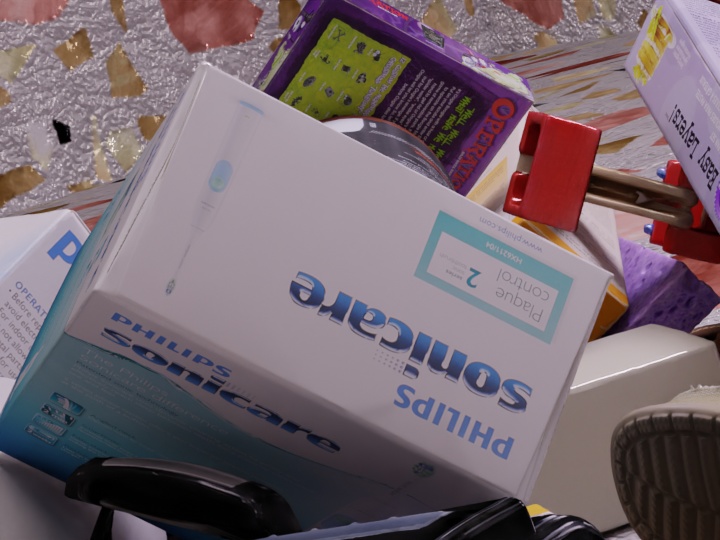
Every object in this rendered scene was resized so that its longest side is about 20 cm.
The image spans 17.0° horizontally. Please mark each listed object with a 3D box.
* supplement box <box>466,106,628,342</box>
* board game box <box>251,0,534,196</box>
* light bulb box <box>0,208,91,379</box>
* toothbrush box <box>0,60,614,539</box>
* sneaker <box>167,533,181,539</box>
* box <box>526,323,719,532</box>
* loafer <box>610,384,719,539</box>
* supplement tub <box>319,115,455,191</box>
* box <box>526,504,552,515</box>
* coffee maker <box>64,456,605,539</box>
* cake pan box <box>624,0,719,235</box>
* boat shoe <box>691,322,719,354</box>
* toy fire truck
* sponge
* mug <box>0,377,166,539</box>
[{"bbox_3d":[0.068,0.004,1.245,0.126,0.073,0.200,-47,12,18],"label":"supplement box"},{"bbox_3d":[-0.018,-0.037,1.190,0.200,0.120,0.032,-54,19,24],"label":"board game box"},{"bbox_3d":[-0.205,0.084,1.094,0.198,0.125,0.200,-3,39,53],"label":"light bulb box"},{"bbox_3d":[-0.028,0.031,0.798,0.146,0.086,0.200,26,-22,-8],"label":"toothbrush box"},{"bbox_3d":[-0.067,0.100,1.171,0.199,0.076,0.091,-20,16,-20],"label":"sneaker"},{"bbox_3d":[0.059,0.085,1.051,0.199,0.069,0.082,-16,9,-12],"label":"box"},{"bbox_3d":[0.183,0.080,0.884,0.199,0.076,0.068,5,18,40],"label":"loafer"},{"bbox_3d":[0.000,0.000,1.073,0.106,0.108,0.200,-14,15,1],"label":"supplement tub"},{"bbox_3d":[0.043,0.133,0.862,0.118,0.042,0.200,-16,6,-12],"label":"box"},{"bbox_3d":[-0.037,0.146,0.688,0.199,0.135,0.192,-11,27,32],"label":"coffee maker"},{"bbox_3d":[0.233,-0.047,1.087,0.199,0.053,0.185,15,28,-19],"label":"cake pan box"},{"bbox_3d":[0.203,0.037,1.123,0.072,0.068,0.200,-17,9,-17],"label":"boat shoe"},{"bbox_3d":[0.141,-0.034,1.158,0.140,0.049,0.200,14,3,3],"label":"toy fire truck"},{"bbox_3d":[0.113,0.034,1.249,0.112,0.030,0.200,-48,11,0],"label":"sponge"},{"bbox_3d":[-0.151,0.150,0.874,0.148,0.188,0.153,18,15,-9],"label":"mug"}]
